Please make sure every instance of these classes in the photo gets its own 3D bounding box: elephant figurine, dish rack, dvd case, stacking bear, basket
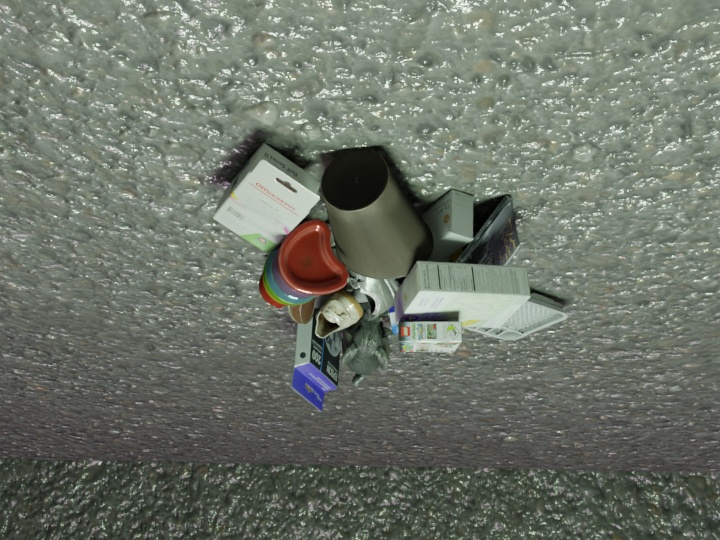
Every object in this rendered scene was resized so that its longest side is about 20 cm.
[{"bbox_3d":[0.009,0.156,1.971,0.140,0.157,0.200,-33,179,-3],"label":"elephant figurine"},{"bbox_3d":[0.331,0.091,1.969,0.169,0.045,0.199,18,152,-29],"label":"dish rack"},{"bbox_3d":[0.228,-0.026,1.608,0.016,0.150,0.201,33,168,24],"label":"dvd case"},{"bbox_3d":[-0.117,0.009,1.554,0.112,0.124,0.200,-22,175,-26],"label":"stacking bear"},{"bbox_3d":[0.017,-0.093,1.473,0.176,0.139,0.201,9,156,20],"label":"basket"}]

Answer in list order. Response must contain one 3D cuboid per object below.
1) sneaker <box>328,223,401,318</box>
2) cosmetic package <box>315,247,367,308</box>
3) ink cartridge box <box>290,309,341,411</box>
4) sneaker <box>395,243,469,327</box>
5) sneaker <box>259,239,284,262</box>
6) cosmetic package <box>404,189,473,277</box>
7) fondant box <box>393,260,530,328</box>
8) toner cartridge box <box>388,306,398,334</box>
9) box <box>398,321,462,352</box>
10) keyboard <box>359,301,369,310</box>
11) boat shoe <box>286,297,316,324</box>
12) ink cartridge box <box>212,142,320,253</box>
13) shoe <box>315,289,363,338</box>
[{"bbox_3d":[0.000,0.000,1.651,0.201,0.082,0.075,51,169,-16],"label":"sneaker"},{"bbox_3d":[-0.068,0.016,1.784,0.196,0.092,0.107,-10,155,18],"label":"cosmetic package"},{"bbox_3d":[-0.095,0.192,2.035,0.042,0.205,0.198,-3,157,18],"label":"ink cartridge box"},{"bbox_3d":[0.146,0.037,1.648,0.090,0.201,0.075,38,177,-11],"label":"sneaker"},{"bbox_3d":[-0.157,-0.059,1.623,0.075,0.082,0.201,-3,151,20],"label":"sneaker"},{"bbox_3d":[0.125,-0.060,1.596,0.050,0.084,0.200,12,154,-24],"label":"cosmetic package"},{"bbox_3d":[0.169,0.043,1.540,0.195,0.060,0.145,4,154,-14],"label":"fondant box"},{"bbox_3d":[0.150,0.066,1.743,0.195,0.044,0.096,-12,150,2],"label":"toner cartridge box"},{"bbox_3d":[0.120,0.119,1.603,0.107,0.036,0.200,0,170,2],"label":"box"},{"bbox_3d":[0.053,0.061,1.823,0.196,0.021,0.127,-13,-173,-19],"label":"keyboard"},{"bbox_3d":[-0.091,0.018,1.667,0.071,0.076,0.203,21,128,21],"label":"boat shoe"},{"bbox_3d":[-0.142,-0.121,1.450,0.116,0.068,0.199,33,143,-16],"label":"ink cartridge box"},{"bbox_3d":[-0.046,0.089,1.734,0.070,0.054,0.200,41,159,-2],"label":"shoe"}]
